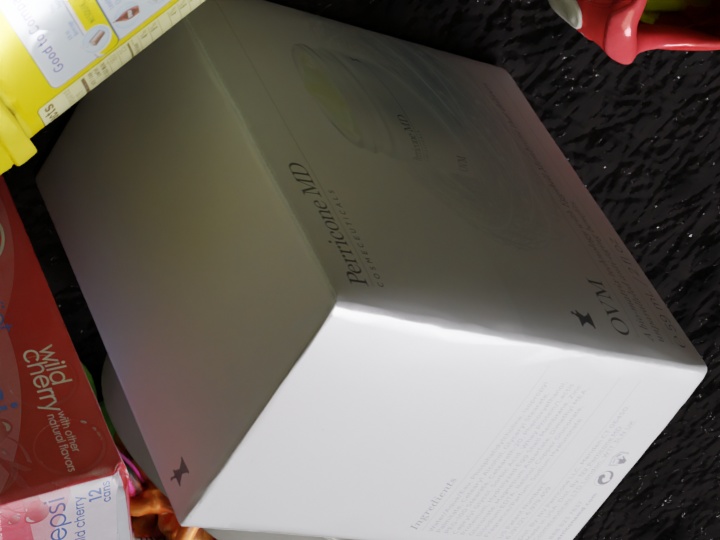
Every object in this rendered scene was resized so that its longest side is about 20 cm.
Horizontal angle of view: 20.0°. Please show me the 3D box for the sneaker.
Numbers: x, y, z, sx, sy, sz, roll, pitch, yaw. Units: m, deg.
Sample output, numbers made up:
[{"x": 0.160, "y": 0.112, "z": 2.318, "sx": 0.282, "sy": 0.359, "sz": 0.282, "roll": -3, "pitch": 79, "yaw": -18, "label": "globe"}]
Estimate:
[{"x": 0.177, "y": -0.127, "z": 0.908, "sx": 0.198, "sy": 0.085, "sz": 0.077, "roll": -14, "pitch": 138, "yaw": -19, "label": "sneaker"}]

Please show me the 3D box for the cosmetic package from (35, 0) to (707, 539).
[{"x": 0.000, "y": 0.000, "z": 0.843, "sx": 0.199, "sy": 0.200, "sz": 0.123, "roll": 9, "pitch": 127, "yaw": -38, "label": "cosmetic package"}]

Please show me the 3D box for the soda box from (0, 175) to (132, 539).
[{"x": -0.150, "y": 0.034, "z": 0.785, "sx": 0.069, "sy": 0.201, "sz": 0.064, "roll": -14, "pitch": 137, "yaw": -18, "label": "soda box"}]

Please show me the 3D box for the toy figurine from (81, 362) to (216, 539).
[{"x": -0.058, "y": 0.137, "z": 0.924, "sx": 0.151, "sy": 0.183, "sz": 0.201, "roll": -57, "pitch": 150, "yaw": -34, "label": "toy figurine"}]

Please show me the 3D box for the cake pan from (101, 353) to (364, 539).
[{"x": -0.030, "y": 0.071, "z": 0.895, "sx": 0.199, "sy": 0.201, "sz": 0.037, "roll": 16, "pitch": 117, "yaw": -41, "label": "cake pan"}]

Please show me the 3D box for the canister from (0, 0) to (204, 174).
[{"x": -0.095, "y": -0.141, "z": 0.704, "sx": 0.200, "sy": 0.087, "sz": 0.149, "roll": -39, "pitch": 142, "yaw": -8, "label": "canister"}]
